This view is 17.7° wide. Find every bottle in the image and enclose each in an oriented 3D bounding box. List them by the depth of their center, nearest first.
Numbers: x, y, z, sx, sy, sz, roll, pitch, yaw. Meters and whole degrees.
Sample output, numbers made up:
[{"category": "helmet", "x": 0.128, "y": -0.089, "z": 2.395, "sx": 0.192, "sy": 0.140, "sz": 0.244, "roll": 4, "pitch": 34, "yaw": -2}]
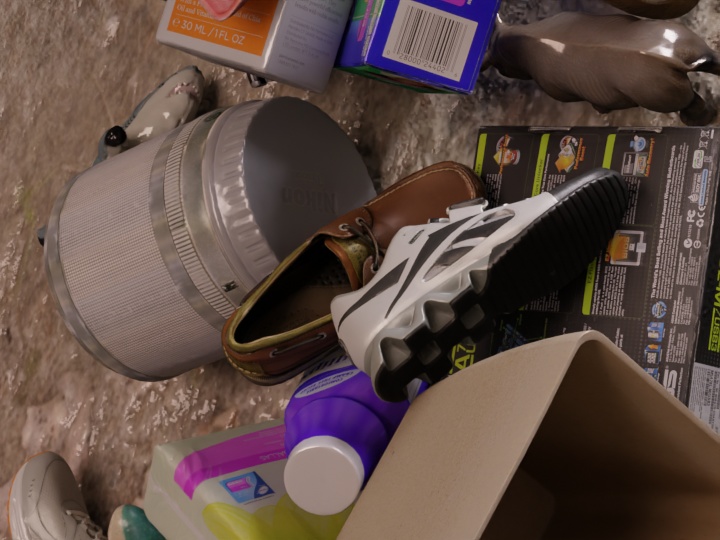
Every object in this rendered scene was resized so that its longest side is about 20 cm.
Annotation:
[{"category": "bottle", "x": -0.006, "y": 0.091, "z": 1.466, "sx": 0.083, "sy": 0.200, "sz": 0.065, "roll": -23, "pitch": 104, "yaw": 19}]

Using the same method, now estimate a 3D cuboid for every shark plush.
[{"category": "shark plush", "x": -0.176, "y": -0.071, "z": 1.761, "sx": 0.200, "sy": 0.091, "sz": 0.083, "roll": 128, "pitch": 152, "yaw": -45}]

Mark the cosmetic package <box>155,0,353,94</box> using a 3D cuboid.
[{"category": "cosmetic package", "x": -0.050, "y": -0.227, "z": 1.518, "sx": 0.101, "sy": 0.071, "sz": 0.201, "roll": 18, "pitch": 91, "yaw": 35}]

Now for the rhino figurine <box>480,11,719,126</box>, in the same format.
[{"category": "rhino figurine", "x": 0.141, "y": -0.133, "z": 1.459, "sx": 0.200, "sy": 0.087, "sz": 0.060, "roll": 12, "pitch": 87, "yaw": 42}]

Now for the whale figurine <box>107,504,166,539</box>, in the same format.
[{"category": "whale figurine", "x": -0.120, "y": 0.254, "z": 1.560, "sx": 0.103, "sy": 0.159, "sz": 0.201, "roll": -8, "pitch": 82, "yaw": 15}]

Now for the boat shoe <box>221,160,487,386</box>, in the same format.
[{"category": "boat shoe", "x": 0.000, "y": 0.000, "z": 1.458, "sx": 0.200, "sy": 0.068, "sz": 0.072, "roll": -41, "pitch": 74, "yaw": -6}]

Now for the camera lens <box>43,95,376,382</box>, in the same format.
[{"category": "camera lens", "x": -0.106, "y": -0.020, "z": 1.597, "sx": 0.200, "sy": 0.160, "sz": 0.160, "roll": -21, "pitch": 66, "yaw": 35}]

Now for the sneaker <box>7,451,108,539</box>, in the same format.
[{"category": "sneaker", "x": -0.189, "y": 0.219, "z": 1.679, "sx": 0.092, "sy": 0.076, "sz": 0.201, "roll": -27, "pitch": 70, "yaw": 25}]

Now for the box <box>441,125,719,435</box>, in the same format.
[{"category": "box", "x": 0.145, "y": 0.010, "z": 1.451, "sx": 0.193, "sy": 0.047, "sz": 0.201, "roll": 2, "pitch": 81, "yaw": 44}]

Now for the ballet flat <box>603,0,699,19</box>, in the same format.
[{"category": "ballet flat", "x": 0.151, "y": -0.207, "z": 1.390, "sx": 0.068, "sy": 0.200, "sz": 0.072, "roll": -60, "pitch": 31, "yaw": -5}]

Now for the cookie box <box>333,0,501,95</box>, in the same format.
[{"category": "cookie box", "x": 0.047, "y": -0.202, "z": 1.497, "sx": 0.200, "sy": 0.075, "sz": 0.172, "roll": -150, "pitch": 77, "yaw": -82}]

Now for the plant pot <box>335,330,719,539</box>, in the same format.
[{"category": "plant pot", "x": 0.098, "y": 0.165, "z": 1.340, "sx": 0.177, "sy": 0.200, "sz": 0.200, "roll": 2, "pitch": 58, "yaw": 57}]

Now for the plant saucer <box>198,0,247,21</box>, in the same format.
[{"category": "plant saucer", "x": -0.072, "y": -0.288, "z": 1.479, "sx": 0.200, "sy": 0.037, "sz": 0.200, "roll": -49, "pitch": 60, "yaw": 16}]

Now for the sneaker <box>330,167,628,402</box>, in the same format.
[{"category": "sneaker", "x": 0.067, "y": -0.013, "z": 1.402, "sx": 0.200, "sy": 0.074, "sz": 0.089, "roll": -34, "pitch": 51, "yaw": -8}]

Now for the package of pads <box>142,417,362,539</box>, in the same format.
[{"category": "package of pads", "x": -0.023, "y": 0.174, "z": 1.484, "sx": 0.200, "sy": 0.154, "sz": 0.068, "roll": 43, "pitch": 130, "yaw": 40}]

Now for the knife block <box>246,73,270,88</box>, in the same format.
[{"category": "knife block", "x": -0.058, "y": -0.231, "z": 1.671, "sx": 0.200, "sy": 0.064, "sz": 0.176, "roll": 41, "pitch": 105, "yaw": 38}]
